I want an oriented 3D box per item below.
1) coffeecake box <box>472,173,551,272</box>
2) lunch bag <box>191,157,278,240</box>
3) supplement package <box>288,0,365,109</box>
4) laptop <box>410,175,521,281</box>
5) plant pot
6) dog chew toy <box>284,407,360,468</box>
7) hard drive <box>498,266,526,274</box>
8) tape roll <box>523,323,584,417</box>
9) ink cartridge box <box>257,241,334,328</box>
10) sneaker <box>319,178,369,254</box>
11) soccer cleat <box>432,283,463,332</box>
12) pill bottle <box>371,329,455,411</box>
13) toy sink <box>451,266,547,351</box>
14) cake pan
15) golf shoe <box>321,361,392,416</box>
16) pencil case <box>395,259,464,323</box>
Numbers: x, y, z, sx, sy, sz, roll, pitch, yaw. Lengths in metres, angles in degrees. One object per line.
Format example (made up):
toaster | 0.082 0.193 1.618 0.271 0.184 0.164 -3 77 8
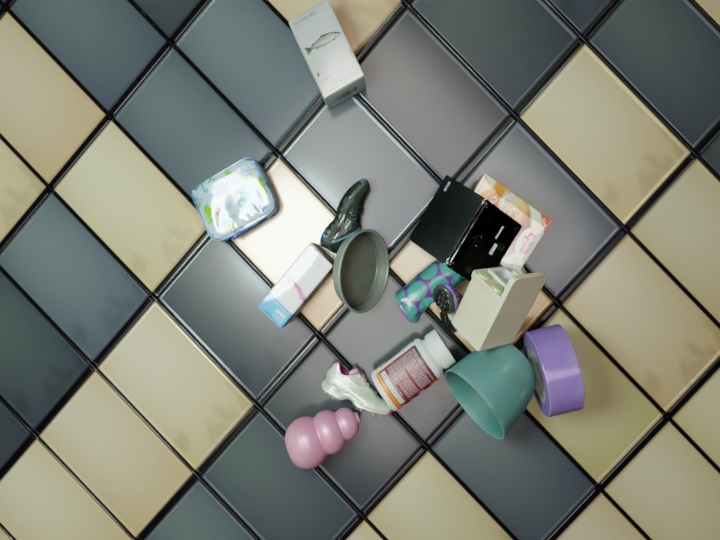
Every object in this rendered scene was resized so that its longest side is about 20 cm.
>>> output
coffeecake box | 0.337 -0.111 1.427 0.197 0.073 0.156 34 94 1
lunch bag | -0.316 -0.175 1.484 0.196 0.082 0.165 -28 89 4
supplement package | -0.079 -0.528 1.440 0.114 0.117 0.205 -27 90 4
laptop | 0.250 -0.090 1.393 0.197 0.103 0.180 29 98 -24
plant pot | 0.329 0.273 1.413 0.159 0.200 0.203 -37 90 -15
dog chew toy | -0.091 0.414 1.479 0.195 0.125 0.128 -24 91 -5
hard drive | 0.344 -0.008 1.481 0.128 0.026 0.206 -22 91 4
tape roll | 0.459 0.239 1.397 0.082 0.200 0.207 -14 91 4
ink cartridge box | -0.150 0.034 1.450 0.084 0.145 0.201 40 93 1
sneaker | -0.025 -0.136 1.484 0.080 0.073 0.203 29 99 -15
soccer cleat | 0.224 0.076 1.418 0.073 0.202 0.068 -44 56 -12
pill bottle | 0.134 0.246 1.458 0.198 0.114 0.116 -37 90 4
toy sink | 0.316 0.064 1.348 0.112 0.127 0.205 47 130 38
cake pan | 0.000 0.000 1.433 0.036 0.197 0.208 9 93 38
golf shoe | -0.001 0.303 1.490 0.195 0.075 0.094 23 90 1
pencil case | 0.180 0.041 1.462 0.198 0.085 0.093 -40 109 2
